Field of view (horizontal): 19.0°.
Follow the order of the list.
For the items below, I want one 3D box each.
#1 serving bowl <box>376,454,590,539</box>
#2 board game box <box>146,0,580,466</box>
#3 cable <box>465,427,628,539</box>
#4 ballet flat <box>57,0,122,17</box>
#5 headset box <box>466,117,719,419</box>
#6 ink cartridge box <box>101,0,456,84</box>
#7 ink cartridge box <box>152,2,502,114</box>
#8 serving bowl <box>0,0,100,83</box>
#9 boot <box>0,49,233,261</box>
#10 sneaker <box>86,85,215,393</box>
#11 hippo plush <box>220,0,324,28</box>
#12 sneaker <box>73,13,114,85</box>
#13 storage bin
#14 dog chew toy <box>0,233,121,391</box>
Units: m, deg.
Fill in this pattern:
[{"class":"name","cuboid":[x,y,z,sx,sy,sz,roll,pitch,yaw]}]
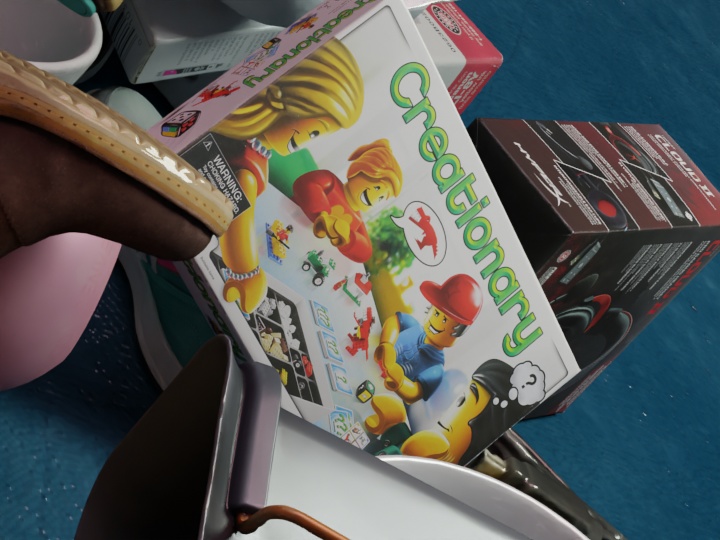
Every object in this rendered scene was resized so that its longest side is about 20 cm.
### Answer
[{"class":"serving bowl","cuboid":[0.036,0.166,0.802,0.200,0.066,0.200,26,35,-19]},{"class":"board game box","cuboid":[0.000,0.000,0.870,0.035,0.126,0.200,26,-30,55]},{"class":"cable","cuboid":[0.094,0.129,1.002,0.200,0.050,0.097,39,17,-31]},{"class":"ballet flat","cuboid":[-0.173,-0.181,0.888,0.200,0.063,0.069,33,-8,-17]},{"class":"headset box","cuboid":[0.085,0.003,1.041,0.075,0.149,0.200,52,28,21]},{"class":"ink cartridge box","cuboid":[-0.057,-0.194,1.068,0.200,0.043,0.197,-11,67,-33]},{"class":"ink cartridge box","cuboid":[-0.033,-0.134,1.172,0.145,0.083,0.200,50,27,16]},{"class":"serving bowl","cuboid":[-0.211,-0.122,0.905,0.200,0.066,0.200,32,20,-13]},{"class":"boot","cuboid":[-0.158,0.003,0.696,0.200,0.167,0.072,23,5,-21]},{"class":"sneaker","cuboid":[-0.062,-0.040,0.941,0.084,0.121,0.200,15,35,-42]},{"class":"hippo plush","cuboid":[-0.038,-0.203,0.956,0.200,0.159,0.161,36,61,-28]},{"class":"sneaker","cuboid":[-0.162,-0.170,1.080,0.073,0.085,0.200,7,62,-28]},{"class":"storage bin","cuboid":[-0.014,0.136,0.643,0.134,0.146,0.200,23,47,-19]},{"class":"dog chew toy","cuboid":[-0.187,-0.036,0.777,0.200,0.125,0.125,25,29,-13]}]
